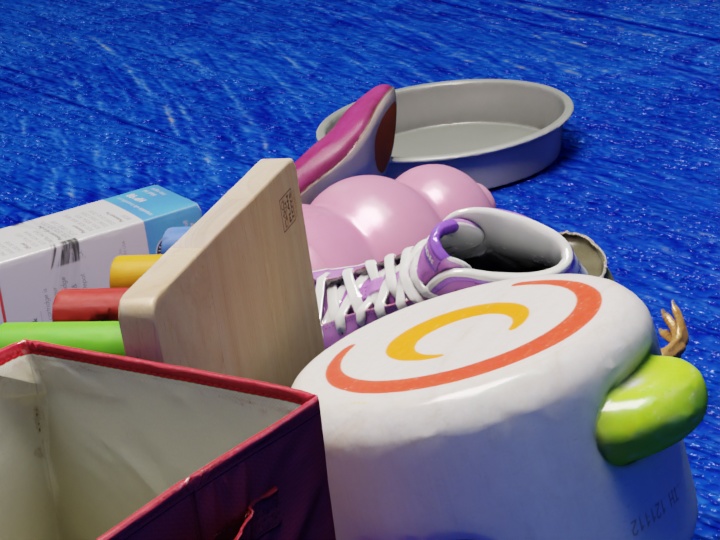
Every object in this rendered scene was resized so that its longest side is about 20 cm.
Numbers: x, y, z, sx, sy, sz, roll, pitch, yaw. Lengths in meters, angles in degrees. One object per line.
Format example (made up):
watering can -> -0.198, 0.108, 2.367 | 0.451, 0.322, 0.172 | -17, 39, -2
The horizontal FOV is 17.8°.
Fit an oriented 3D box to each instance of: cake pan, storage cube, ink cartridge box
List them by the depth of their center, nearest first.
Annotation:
storage cube -> -0.121, 0.152, 0.958 | 0.199, 0.181, 0.171 | 9, 26, 36
ink cartridge box -> -0.190, 0.032, 1.393 | 0.199, 0.116, 0.067 | -17, 22, -26
cake pan -> 0.066, -0.102, 1.774 | 0.199, 0.037, 0.200 | -6, 20, 2

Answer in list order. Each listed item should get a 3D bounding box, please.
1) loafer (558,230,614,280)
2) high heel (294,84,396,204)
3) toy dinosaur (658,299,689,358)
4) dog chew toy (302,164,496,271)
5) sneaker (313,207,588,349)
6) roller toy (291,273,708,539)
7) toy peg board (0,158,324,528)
loafer -> 0.116, 0.014, 1.401 | 0.075, 0.070, 0.200 | -3, 21, 12
high heel -> -0.041, -0.073, 1.639 | 0.096, 0.068, 0.200 | 10, 41, 19
toy dinosaur -> 0.140, 0.070, 1.270 | 0.106, 0.061, 0.200 | -15, 46, -24
dog chew toy -> 0.000, 0.000, 1.378 | 0.199, 0.125, 0.124 | -30, 28, -27
sneaker -> 0.022, 0.006, 1.225 | 0.199, 0.114, 0.073 | -5, 59, 12
roller toy -> 0.064, 0.094, 1.104 | 0.182, 0.140, 0.200 | -19, 15, -10
toy peg board -> -0.093, 0.071, 1.133 | 0.097, 0.201, 0.199 | -1, 21, 18
